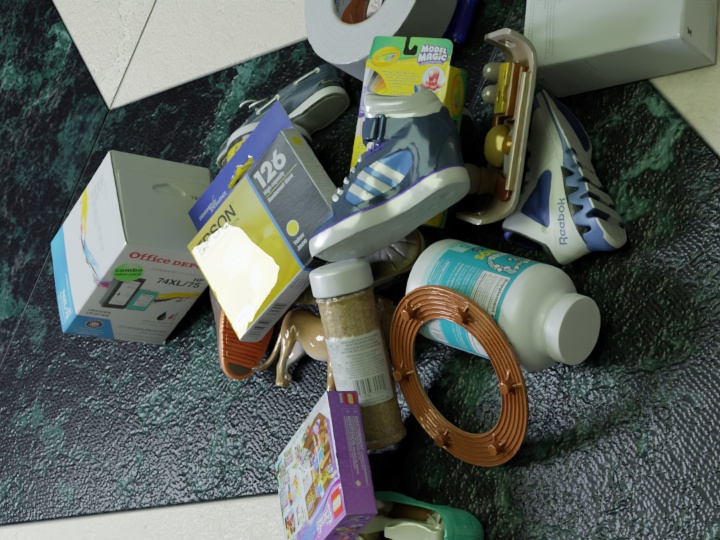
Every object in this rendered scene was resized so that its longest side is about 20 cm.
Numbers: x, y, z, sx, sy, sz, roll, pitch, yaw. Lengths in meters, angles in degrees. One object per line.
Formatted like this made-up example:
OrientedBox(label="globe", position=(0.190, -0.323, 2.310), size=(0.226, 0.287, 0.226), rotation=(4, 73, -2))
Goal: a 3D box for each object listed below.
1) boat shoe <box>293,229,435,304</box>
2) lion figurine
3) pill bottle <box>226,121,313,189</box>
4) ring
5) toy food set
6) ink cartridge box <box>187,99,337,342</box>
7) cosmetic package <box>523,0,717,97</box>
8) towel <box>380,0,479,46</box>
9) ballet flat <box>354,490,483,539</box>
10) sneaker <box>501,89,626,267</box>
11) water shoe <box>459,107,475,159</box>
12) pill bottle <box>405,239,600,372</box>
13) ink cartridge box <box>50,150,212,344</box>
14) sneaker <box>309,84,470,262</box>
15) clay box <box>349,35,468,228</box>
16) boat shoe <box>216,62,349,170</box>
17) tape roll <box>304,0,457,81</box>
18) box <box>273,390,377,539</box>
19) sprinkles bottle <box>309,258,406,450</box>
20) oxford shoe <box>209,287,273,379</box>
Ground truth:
OrientedBox(label="boat shoe", position=(0.000, 0.000, 1.697), size=(0.198, 0.064, 0.074), rotation=(-14, 71, 37))
OrientedBox(label="lion figurine", position=(-0.044, 0.079, 1.732), size=(0.198, 0.072, 0.124), rotation=(10, 93, 36))
OrientedBox(label="pill bottle", position=(-0.105, -0.071, 1.825), size=(0.110, 0.111, 0.202), rotation=(-23, 59, 33))
OrientedBox(label="ring", position=(0.096, 0.112, 1.553), size=(0.199, 0.019, 0.203), rotation=(29, 132, 38))
OrientedBox(label="toy food set", position=(0.135, -0.151, 1.588), size=(0.144, 0.060, 0.203), rotation=(-137, 55, -83))
OrientedBox(label="ink cartridge box", position=(-0.115, -0.059, 1.724), size=(0.198, 0.047, 0.201), rotation=(-48, 62, 27))
OrientedBox(label="cosmetic package", position=(0.274, -0.263, 1.590), size=(0.198, 0.081, 0.114), rotation=(-5, 70, 39))
OrientedBox(label="towel", position=(0.094, -0.375, 1.814), size=(0.147, 0.049, 0.202), rotation=(14, 83, 43))
OrientedBox(label="ballet flat", position=(0.037, 0.269, 1.588), size=(0.198, 0.070, 0.068), rotation=(-1, 79, 42))
OrientedBox(label="sneaker", position=(0.194, -0.085, 1.587), size=(0.115, 0.080, 0.201), rotation=(-32, 56, 25))
OrientedBox(label="water shoe", position=(0.051, -0.114, 1.732), size=(0.201, 0.071, 0.079), rotation=(-54, 43, 8))
OrientedBox(label="pill bottle", position=(0.150, 0.039, 1.555), size=(0.199, 0.110, 0.112), rotation=(17, 84, 43))
OrientedBox(label="ink cartridge box", position=(-0.283, -0.026, 1.903), size=(0.200, 0.145, 0.147), rotation=(-48, 45, 41))
OrientedBox(label="sneaker", position=(0.015, -0.112, 1.598), size=(0.199, 0.080, 0.148), rotation=(-28, 68, 21))
OrientedBox(label="clay box", position=(0.052, -0.154, 1.658), size=(0.114, 0.047, 0.203), rotation=(9, 90, 35))
OrientedBox(label="boat shoe", position=(-0.103, -0.193, 1.898), size=(0.199, 0.075, 0.062), rotation=(-34, 55, 25))
OrientedBox(label="tape roll", position=(0.024, -0.330, 1.789), size=(0.199, 0.066, 0.203), rotation=(-19, 61, 38))
OrientedBox(label="box", position=(-0.041, 0.234, 1.626), size=(0.200, 0.039, 0.138), rotation=(124, 142, -55))
OrientedBox(label="sprinkles bottle", position=(-0.002, 0.091, 1.631), size=(0.068, 0.068, 0.203), rotation=(-6, 101, 40))
OrientedBox(label="oxford shoe", position=(-0.152, 0.046, 1.860), size=(0.073, 0.071, 0.202), rotation=(-31, 46, 49))
